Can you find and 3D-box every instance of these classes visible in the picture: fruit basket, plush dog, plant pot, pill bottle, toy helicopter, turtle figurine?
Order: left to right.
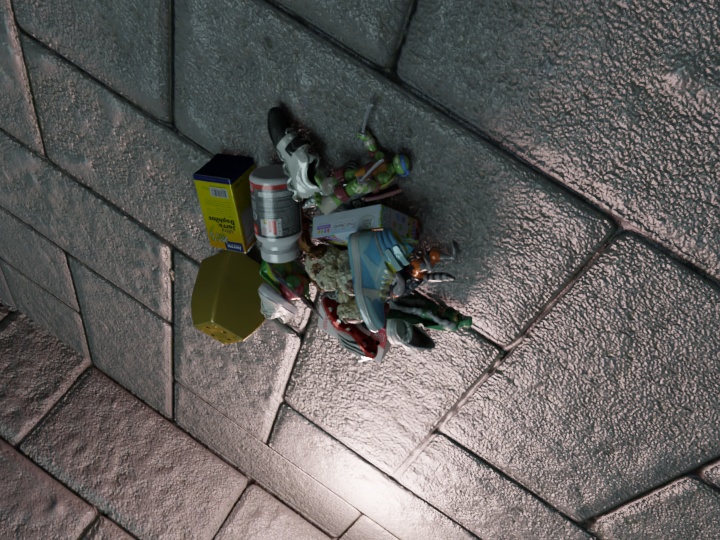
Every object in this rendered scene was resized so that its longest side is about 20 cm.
[{"bbox_3d":[-0.358,0.087,1.852,0.193,0.204,0.193,34,149,-30],"label":"plant pot"},{"bbox_3d":[-0.191,-0.129,1.532,0.114,0.115,0.205,13,119,29],"label":"pill bottle"},{"bbox_3d":[-0.171,0.025,1.687,0.185,0.094,0.200,44,179,-31],"label":"fruit basket"},{"bbox_3d":[-0.148,-0.082,1.653,0.199,0.080,0.131,38,137,-20],"label":"toy helicopter"},{"bbox_3d":[-0.045,-0.002,1.493,0.168,0.163,0.202,19,149,10],"label":"plush dog"},{"bbox_3d":[-0.014,-0.207,1.299,0.191,0.199,0.147,-25,73,20],"label":"turtle figurine"}]

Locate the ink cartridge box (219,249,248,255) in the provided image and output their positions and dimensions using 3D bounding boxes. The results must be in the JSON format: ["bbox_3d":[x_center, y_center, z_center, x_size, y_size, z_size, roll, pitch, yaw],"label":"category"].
[{"bbox_3d":[-0.331,-0.093,1.808,0.099,0.039,0.200,40,146,-4],"label":"ink cartridge box"}]

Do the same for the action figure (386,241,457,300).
[{"bbox_3d":[0.100,0.019,1.424,0.192,0.200,0.106,-31,97,44],"label":"action figure"}]

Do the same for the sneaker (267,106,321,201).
[{"bbox_3d":[-0.129,-0.254,1.411,0.087,0.074,0.204,-11,107,34],"label":"sneaker"}]

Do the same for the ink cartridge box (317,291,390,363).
[{"bbox_3d":[-0.005,0.128,1.733,0.197,0.086,0.149,29,142,14],"label":"ink cartridge box"}]

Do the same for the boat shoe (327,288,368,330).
[{"bbox_3d":[-0.028,0.056,1.598,0.074,0.062,0.201,-29,102,43],"label":"boat shoe"}]

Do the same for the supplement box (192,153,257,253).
[{"bbox_3d":[-0.313,-0.163,1.618,0.107,0.109,0.204,10,128,21],"label":"supplement box"}]

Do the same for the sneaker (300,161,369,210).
[{"bbox_3d":[-0.045,-0.148,1.471,0.116,0.076,0.198,45,143,-16],"label":"sneaker"}]

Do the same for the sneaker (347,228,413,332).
[{"bbox_3d":[0.052,0.011,1.314,0.127,0.079,0.206,-13,84,16],"label":"sneaker"}]

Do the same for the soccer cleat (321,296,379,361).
[{"bbox_3d":[-0.036,0.151,1.660,0.200,0.069,0.085,46,134,-14],"label":"soccer cleat"}]

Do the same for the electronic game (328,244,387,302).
[{"bbox_3d":[0.000,0.000,1.612,0.196,0.042,0.204,18,129,23],"label":"electronic game"}]

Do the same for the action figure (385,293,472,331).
[{"bbox_3d":[0.166,0.097,1.556,0.195,0.119,0.056,15,129,15],"label":"action figure"}]

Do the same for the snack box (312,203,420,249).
[{"bbox_3d":[0.011,-0.088,1.439,0.197,0.055,0.141,-6,166,40],"label":"snack box"}]

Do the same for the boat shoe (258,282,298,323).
[{"bbox_3d":[-0.217,0.091,1.677,0.071,0.070,0.200,39,176,19],"label":"boat shoe"}]

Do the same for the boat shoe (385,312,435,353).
[{"bbox_3d":[0.120,0.155,1.635,0.063,0.076,0.202,-4,153,28],"label":"boat shoe"}]
